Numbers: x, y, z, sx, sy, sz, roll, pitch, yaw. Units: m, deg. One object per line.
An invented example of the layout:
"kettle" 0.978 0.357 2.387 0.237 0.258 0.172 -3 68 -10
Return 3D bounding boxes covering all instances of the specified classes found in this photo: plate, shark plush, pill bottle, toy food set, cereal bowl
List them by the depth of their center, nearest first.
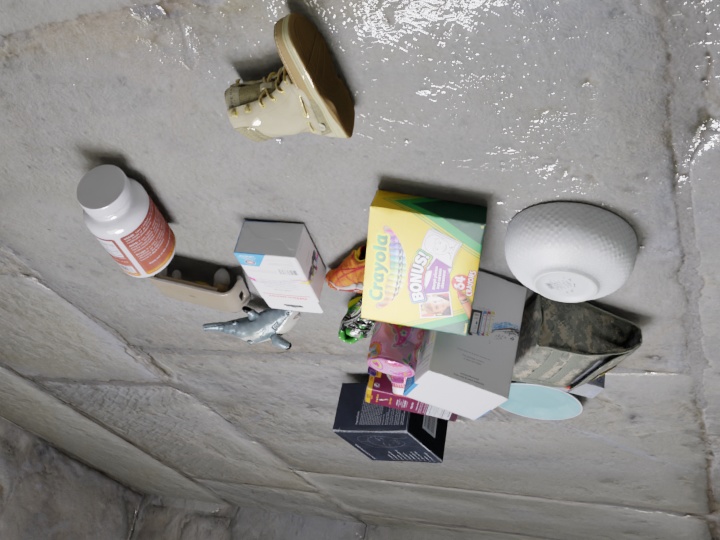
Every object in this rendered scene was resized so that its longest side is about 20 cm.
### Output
"cereal bowl" 0.307 -0.011 1.272 0.196 0.085 0.201 10 153 5
"pill bottle" -0.390 -0.083 1.436 0.110 0.114 0.201 6 152 14
"toy food set" -0.318 0.022 1.679 0.196 0.062 0.144 13 165 4
"shark plush" -0.214 0.094 1.730 0.195 0.092 0.084 2 135 11
"plate" 0.376 0.272 1.846 0.196 0.026 0.201 11 152 6

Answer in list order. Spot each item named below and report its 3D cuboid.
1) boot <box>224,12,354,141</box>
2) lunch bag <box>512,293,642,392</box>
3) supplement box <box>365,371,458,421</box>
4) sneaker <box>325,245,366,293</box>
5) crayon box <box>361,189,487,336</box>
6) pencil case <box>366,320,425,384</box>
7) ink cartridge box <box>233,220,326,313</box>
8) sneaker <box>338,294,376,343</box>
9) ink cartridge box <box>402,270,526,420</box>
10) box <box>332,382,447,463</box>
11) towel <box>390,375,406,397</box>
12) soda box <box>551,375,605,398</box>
"boot" -0.105 -0.228 1.063 0.152 0.074 0.200 0 156 20
"lunch bag" 0.366 0.133 1.487 0.196 0.120 0.165 11 154 -8
"supplement box" 0.116 0.229 1.791 0.195 0.112 0.086 11 153 4
"sneaker" 0.000 0.000 1.472 0.072 0.079 0.199 5 175 -28
"crayon box" 0.093 -0.009 1.305 0.169 0.059 0.203 8 123 6
"pencil case" 0.072 0.079 1.425 0.086 0.204 0.088 13 156 6
"ink cartridge box" -0.132 -0.004 1.512 0.113 0.069 0.201 5 152 17
"sneaker" 0.018 0.084 1.577 0.077 0.086 0.200 30 150 -7
"ink cartridge box" 0.175 0.119 1.453 0.142 0.203 0.148 19 154 -7
"box" 0.073 0.350 1.981 0.193 0.126 0.200 -7 147 30
"towel" 0.122 0.163 1.647 0.141 0.023 0.204 6 119 18
"soda box" 0.358 0.176 1.622 0.196 0.069 0.064 14 153 -1
